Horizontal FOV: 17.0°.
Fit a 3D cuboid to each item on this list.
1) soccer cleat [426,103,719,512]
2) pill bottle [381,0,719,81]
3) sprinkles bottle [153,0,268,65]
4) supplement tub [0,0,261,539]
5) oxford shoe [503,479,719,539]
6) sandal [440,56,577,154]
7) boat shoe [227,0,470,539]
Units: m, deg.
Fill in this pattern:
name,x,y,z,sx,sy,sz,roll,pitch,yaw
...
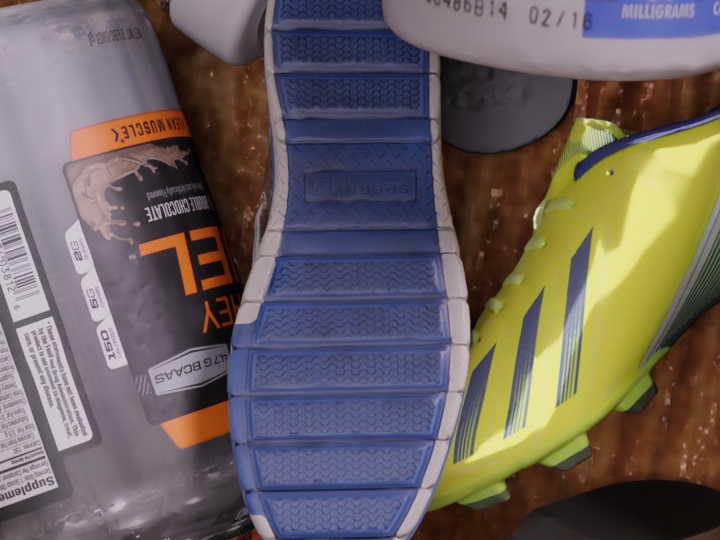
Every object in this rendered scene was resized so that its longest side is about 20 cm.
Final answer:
name,x,y,z,sx,sy,sz,roll,pitch,yaw
soccer cleat,0.077,-0.003,0.766,0.200,0.065,0.084,-41,99,6
pill bottle,0.068,-0.163,0.682,0.113,0.114,0.201,8,109,14
sprinkles bottle,-0.100,-0.150,0.806,0.200,0.068,0.068,36,100,10
supplement tub,-0.097,0.020,0.785,0.122,0.122,0.201,-19,89,14
oxford shoe,0.032,0.123,0.745,0.199,0.071,0.072,-10,109,-23
sandal,0.026,-0.137,0.786,0.075,0.045,0.201,-15,89,16
boat shoe,0.000,0.000,0.760,0.072,0.072,0.201,4,77,2
